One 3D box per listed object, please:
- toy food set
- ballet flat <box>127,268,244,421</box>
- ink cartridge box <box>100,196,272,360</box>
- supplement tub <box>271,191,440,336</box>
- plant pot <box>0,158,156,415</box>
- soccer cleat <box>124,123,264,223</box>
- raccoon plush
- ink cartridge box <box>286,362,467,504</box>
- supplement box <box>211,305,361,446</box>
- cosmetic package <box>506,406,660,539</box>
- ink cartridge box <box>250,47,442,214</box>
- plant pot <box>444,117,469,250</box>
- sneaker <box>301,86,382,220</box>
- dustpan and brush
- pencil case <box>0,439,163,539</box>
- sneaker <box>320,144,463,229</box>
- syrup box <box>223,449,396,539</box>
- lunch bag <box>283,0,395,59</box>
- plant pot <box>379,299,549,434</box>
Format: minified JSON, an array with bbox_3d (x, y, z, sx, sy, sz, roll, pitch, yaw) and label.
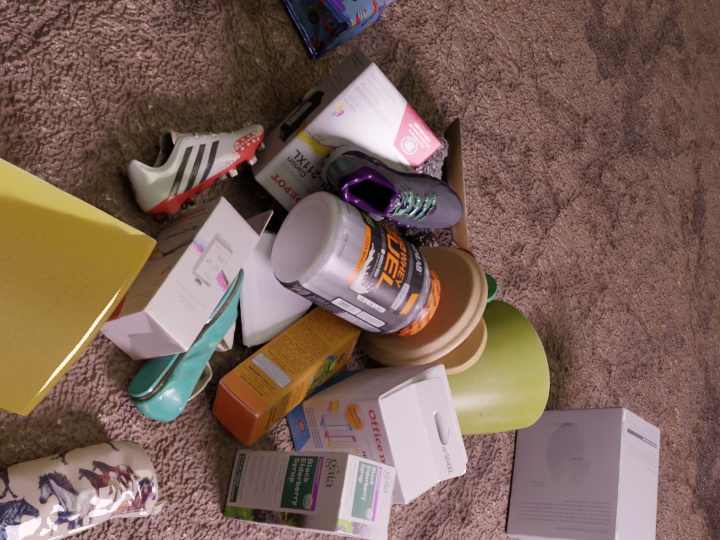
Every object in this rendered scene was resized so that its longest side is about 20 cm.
[{"bbox_3d":[0.086,0.047,1.093,0.049,0.197,0.200,53,44,-41],"label":"toy food set"},{"bbox_3d":[-0.183,0.084,0.918,0.201,0.067,0.071,-59,136,-31],"label":"ballet flat"},{"bbox_3d":[-0.188,-0.005,0.888,0.068,0.115,0.201,47,52,-26],"label":"ink cartridge box"},{"bbox_3d":[0.000,0.000,0.991,0.199,0.121,0.124,29,62,-37],"label":"supplement tub"},{"bbox_3d":[-0.330,0.012,0.704,0.199,0.198,0.179,30,72,-36],"label":"plant pot"},{"bbox_3d":[-0.188,-0.136,0.952,0.200,0.068,0.086,-44,112,-37],"label":"soccer cleat"},{"bbox_3d":[0.099,-0.107,1.152,0.096,0.134,0.202,-29,94,-11],"label":"raccoon plush"},{"bbox_3d":[0.026,0.196,0.996,0.124,0.198,0.131,-19,94,-44],"label":"ink cartridge box"},{"bbox_3d":[-0.085,0.119,0.984,0.068,0.067,0.200,36,45,16],"label":"supplement box"},{"bbox_3d":[0.352,0.334,1.287,0.122,0.198,0.203,29,62,-36],"label":"cosmetic package"},{"bbox_3d":[-0.021,-0.148,1.022,0.146,0.200,0.083,43,10,-29],"label":"ink cartridge box"},{"bbox_3d":[0.145,-0.128,1.236,0.200,0.027,0.204,-5,90,-83],"label":"plant pot"},{"bbox_3d":[0.002,-0.175,1.138,0.105,0.075,0.202,-42,110,-41],"label":"sneaker"},{"bbox_3d":[-0.083,0.012,1.041,0.198,0.057,0.142,-8,97,-39],"label":"dustpan and brush"},{"bbox_3d":[-0.285,0.220,0.771,0.198,0.078,0.090,-7,66,-45],"label":"pencil case"},{"bbox_3d":[0.046,-0.079,0.978,0.197,0.075,0.088,16,26,-25],"label":"sneaker"},{"bbox_3d":[-0.058,0.246,0.904,0.081,0.198,0.080,25,66,-38],"label":"syrup box"},{"bbox_3d":[-0.055,-0.426,1.142,0.201,0.094,0.150,53,50,-7],"label":"lunch bag"},{"bbox_3d":[0.128,0.154,1.141,0.197,0.186,0.191,-12,89,-30],"label":"plant pot"}]
